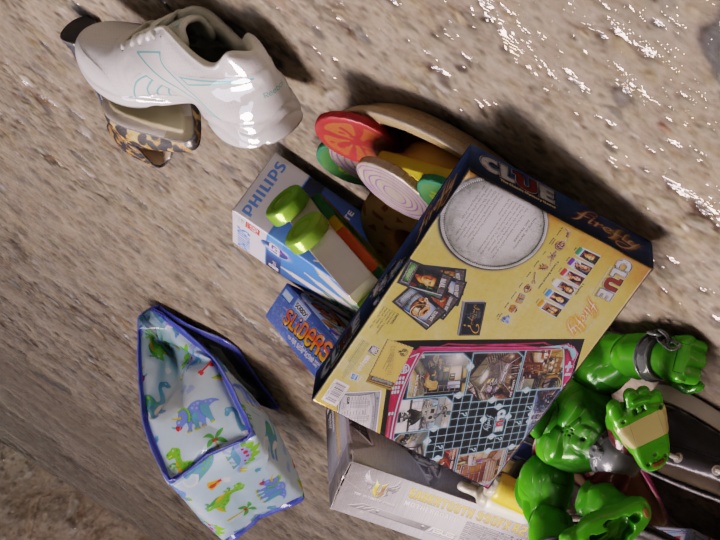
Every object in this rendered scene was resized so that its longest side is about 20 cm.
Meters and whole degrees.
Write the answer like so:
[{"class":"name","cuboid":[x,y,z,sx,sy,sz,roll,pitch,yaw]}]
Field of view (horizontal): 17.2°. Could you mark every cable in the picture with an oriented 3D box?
[{"class":"cable","cuboid":[0.170,0.194,1.801,0.199,0.050,0.097,27,174,10]}]

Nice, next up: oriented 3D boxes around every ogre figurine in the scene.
[{"class":"ogre figurine","cuboid":[0.160,0.123,1.635,0.098,0.201,0.120,0,-162,-21]}]

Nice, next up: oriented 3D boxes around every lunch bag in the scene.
[{"class":"lunch bag","cuboid":[-0.154,0.148,2.441,0.200,0.127,0.170,60,-179,35]}]

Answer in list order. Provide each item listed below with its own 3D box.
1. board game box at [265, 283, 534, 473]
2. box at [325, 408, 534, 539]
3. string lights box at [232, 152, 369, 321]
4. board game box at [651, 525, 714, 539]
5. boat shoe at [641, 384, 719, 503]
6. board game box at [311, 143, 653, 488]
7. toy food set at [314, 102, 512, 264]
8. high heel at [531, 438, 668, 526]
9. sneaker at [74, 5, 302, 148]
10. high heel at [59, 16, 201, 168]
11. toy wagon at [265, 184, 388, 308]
[{"class":"board game box","cuboid":[0.033,0.088,1.853,0.200,0.035,0.135,25,-166,-38]},{"class":"box","cuboid":[0.071,0.163,1.903,0.199,0.048,0.159,20,-158,-10]},{"class":"string lights box","cuboid":[0.000,0.000,1.802,0.200,0.059,0.103,34,168,5]},{"class":"board game box","cuboid":[0.262,0.253,1.898,0.199,0.062,0.200,21,168,-11]},{"class":"boat shoe","cuboid":[0.276,0.152,1.672,0.200,0.060,0.074,30,164,19]},{"class":"board game box","cuboid":[0.075,0.033,1.510,0.135,0.200,0.035,28,-150,-12]},{"class":"toy food set","cuboid":[0.054,-0.043,1.592,0.200,0.049,0.198,19,157,46]},{"class":"high heel","cuboid":[0.189,0.151,1.828,0.096,0.067,0.200,35,167,19]},{"class":"sneaker","cuboid":[-0.124,-0.150,1.641,0.200,0.070,0.080,20,143,37]},{"class":"high heel","cuboid":[-0.141,-0.101,1.767,0.200,0.071,0.143,42,168,49]},{"class":"toy wagon","cuboid":[0.009,0.017,1.643,0.155,0.040,0.200,46,-178,-21]}]
